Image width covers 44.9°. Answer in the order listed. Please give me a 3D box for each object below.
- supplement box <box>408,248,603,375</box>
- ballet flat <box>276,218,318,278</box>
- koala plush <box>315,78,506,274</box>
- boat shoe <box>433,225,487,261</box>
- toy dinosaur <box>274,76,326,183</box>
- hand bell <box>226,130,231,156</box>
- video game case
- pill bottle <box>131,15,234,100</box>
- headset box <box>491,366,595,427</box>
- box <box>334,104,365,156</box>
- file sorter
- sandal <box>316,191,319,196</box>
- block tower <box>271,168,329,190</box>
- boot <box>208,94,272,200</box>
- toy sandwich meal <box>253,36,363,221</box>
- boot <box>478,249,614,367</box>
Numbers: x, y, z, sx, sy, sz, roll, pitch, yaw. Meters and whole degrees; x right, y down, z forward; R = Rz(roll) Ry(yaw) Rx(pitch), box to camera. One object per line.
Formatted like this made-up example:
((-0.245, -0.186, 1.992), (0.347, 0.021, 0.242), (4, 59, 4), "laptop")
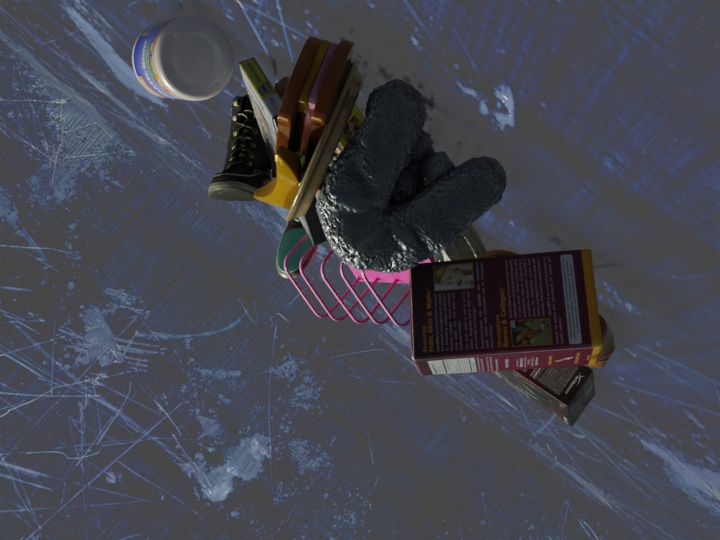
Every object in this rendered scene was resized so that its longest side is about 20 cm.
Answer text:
((0.157, 0.048, 0.959), (0.199, 0.111, 0.086), (-5, 160, 9), "supplement box")
((-0.092, -0.059, 1.451), (0.068, 0.201, 0.067), (2, 147, 15), "ballet flat")
((0.033, -0.090, 0.975), (0.177, 0.184, 0.200), (41, -177, -8), "koala plush")
((0.151, 0.018, 1.183), (0.201, 0.072, 0.068), (64, 161, -11), "boat shoe")
((-0.069, -0.159, 1.174), (0.200, 0.060, 0.106), (60, -169, -4), "toy dinosaur")
((-0.127, -0.183, 1.464), (0.104, 0.104, 0.200), (35, -177, 26), "hand bell")
((-0.104, -0.160, 1.165), (0.181, 0.025, 0.200), (-122, 13, -49), "video game case")
((-0.262, -0.301, 1.247), (0.112, 0.112, 0.200), (43, 169, -28), "pill bottle")
((0.283, 0.158, 1.442), (0.200, 0.077, 0.149), (33, 170, 25), "headset box")
((0.003, -0.147, 1.127), (0.075, 0.050, 0.200), (35, 171, 46), "box")
((0.000, 0.000, 1.330), (0.200, 0.125, 0.139), (2, 133, 49), "file sorter")
((-0.054, -0.134, 1.377), (0.059, 0.080, 0.206), (-3, -175, -32), "sandal")
((-0.060, -0.149, 1.280), (0.054, 0.058, 0.200), (-1, -165, -34), "block tower")
((-0.171, -0.178, 1.257), (0.073, 0.154, 0.204), (0, -176, 8), "boot")
((-0.059, -0.148, 0.932), (0.070, 0.206, 0.205), (23, 173, -6), "toy sandwich meal")
((0.244, 0.055, 1.145), (0.200, 0.077, 0.155), (27, 171, 24), "boot")
